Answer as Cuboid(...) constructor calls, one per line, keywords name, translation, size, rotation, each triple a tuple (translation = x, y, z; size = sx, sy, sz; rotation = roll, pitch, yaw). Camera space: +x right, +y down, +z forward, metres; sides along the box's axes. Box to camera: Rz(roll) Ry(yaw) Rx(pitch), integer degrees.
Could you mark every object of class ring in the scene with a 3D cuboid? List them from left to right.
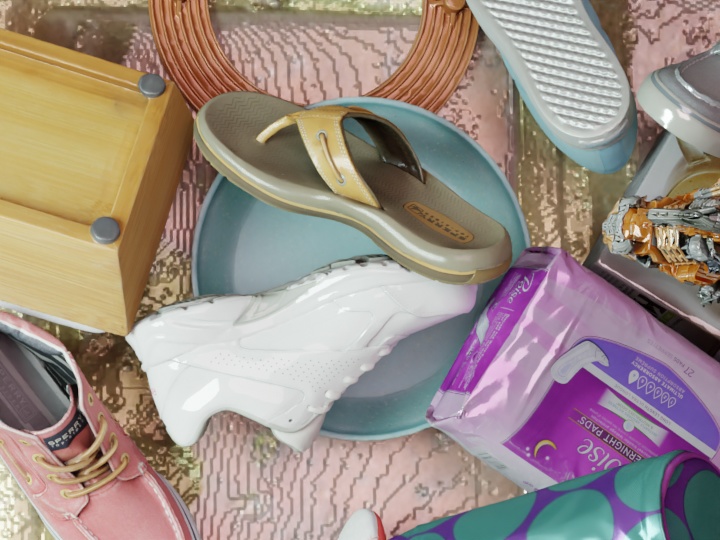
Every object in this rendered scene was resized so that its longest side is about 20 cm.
Cuboid(name="ring", translation=(-0.026, -0.164, 1.703), size=(0.200, 0.019, 0.201), rotation=(1, 81, -7))

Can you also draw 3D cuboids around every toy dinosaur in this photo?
Cuboid(name="toy dinosaur", translation=(0.232, -0.008, 1.563), size=(0.200, 0.136, 0.102), rotation=(30, 95, 41))

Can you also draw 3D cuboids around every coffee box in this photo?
Cuboid(name="coffee box", translation=(0.241, 0.008, 1.676), size=(0.200, 0.080, 0.113), rotation=(32, 78, 0))

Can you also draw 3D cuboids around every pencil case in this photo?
Cuboid(name="pencil case", translation=(0.105, 0.163, 1.553), size=(0.092, 0.200, 0.085), rotation=(53, 34, -30))

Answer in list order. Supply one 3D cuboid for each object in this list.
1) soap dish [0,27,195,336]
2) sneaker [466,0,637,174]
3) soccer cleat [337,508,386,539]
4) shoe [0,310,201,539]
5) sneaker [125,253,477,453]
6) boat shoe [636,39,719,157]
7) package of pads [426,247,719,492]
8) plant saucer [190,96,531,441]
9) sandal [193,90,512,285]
Cuboid(name="soap dish", translation=(-0.203, -0.063, 1.610), size=(0.200, 0.081, 0.158), rotation=(17, 54, -2))
Cuboid(name="sneaker", translation=(0.108, -0.139, 1.696), size=(0.074, 0.082, 0.200), rotation=(-19, 61, 2))
Cuboid(name="soccer cleat", translation=(-0.035, 0.228, 1.616), size=(0.085, 0.069, 0.200), rotation=(16, 84, -12))
Cuboid(name="shoe", translation=(-0.163, 0.105, 1.608), size=(0.071, 0.091, 0.200), rotation=(-40, 87, -11))
Cuboid(name="sneaker", translation=(-0.026, 0.049, 1.613), size=(0.199, 0.078, 0.100), rotation=(-14, 93, 2))
Cuboid(name="boat shoe", translation=(0.227, -0.115, 1.641), size=(0.070, 0.201, 0.072), rotation=(42, 117, 21))
Cuboid(name="package of pads", translation=(0.147, 0.088, 1.627), size=(0.200, 0.076, 0.121), rotation=(35, 81, -15))
Cuboid(name="plant saucer", translation=(0.000, 0.000, 1.668), size=(0.199, 0.036, 0.201), rotation=(0, 85, -5))
Cuboid(name="sandal", translation=(0.001, -0.058, 1.597), size=(0.200, 0.054, 0.080), rotation=(29, 39, 20))
